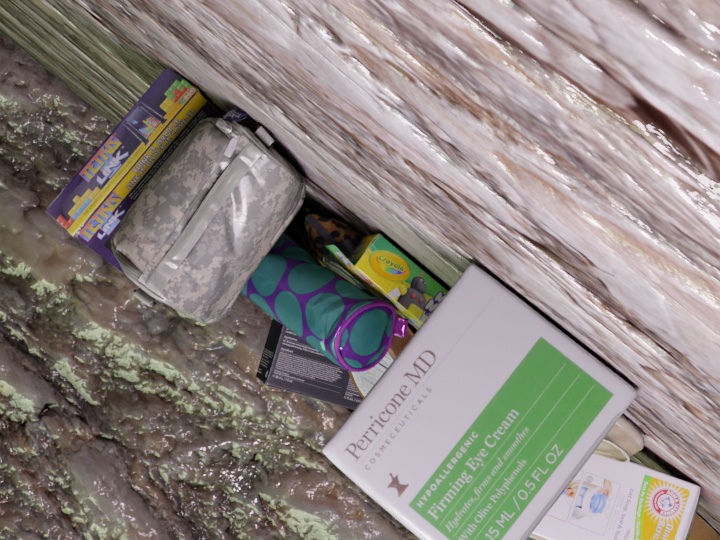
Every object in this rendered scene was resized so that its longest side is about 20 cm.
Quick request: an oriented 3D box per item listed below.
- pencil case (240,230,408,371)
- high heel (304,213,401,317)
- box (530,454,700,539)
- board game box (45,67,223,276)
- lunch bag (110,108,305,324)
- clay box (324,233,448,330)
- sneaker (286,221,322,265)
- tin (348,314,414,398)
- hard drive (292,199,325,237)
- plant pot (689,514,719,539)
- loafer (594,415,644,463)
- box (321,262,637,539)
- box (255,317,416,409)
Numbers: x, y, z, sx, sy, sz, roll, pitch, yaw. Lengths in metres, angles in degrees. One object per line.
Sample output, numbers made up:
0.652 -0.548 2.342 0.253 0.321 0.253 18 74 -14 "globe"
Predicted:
-0.047 0.029 1.445 0.092 0.086 0.200 -7 -152 -38 "pencil case"
0.000 0.000 1.587 0.143 0.071 0.200 47 178 12 "high heel"
0.235 0.239 1.397 0.199 0.102 0.113 18 169 19 "box"
-0.217 -0.093 1.479 0.057 0.200 0.165 38 175 32 "board game box"
-0.149 -0.053 1.367 0.139 0.200 0.168 36 180 -4 "lunch bag"
0.054 0.025 1.420 0.200 0.048 0.115 41 176 -6 "clay box"
-0.115 -0.045 1.602 0.199 0.076 0.091 26 154 31 "sneaker"
0.028 0.107 1.533 0.112 0.042 0.201 26 150 33 "tin"
-0.126 -0.106 1.676 0.200 0.038 0.140 39 176 -11 "hard drive"
0.299 0.343 1.661 0.186 0.200 0.186 37 176 3 "plant pot"
0.166 0.153 1.300 0.199 0.069 0.076 14 162 13 "loafer"
0.097 0.132 1.148 0.171 0.199 0.200 38 174 10 "box"
-0.015 0.100 1.753 0.199 0.142 0.079 17 -179 -15 "box"
